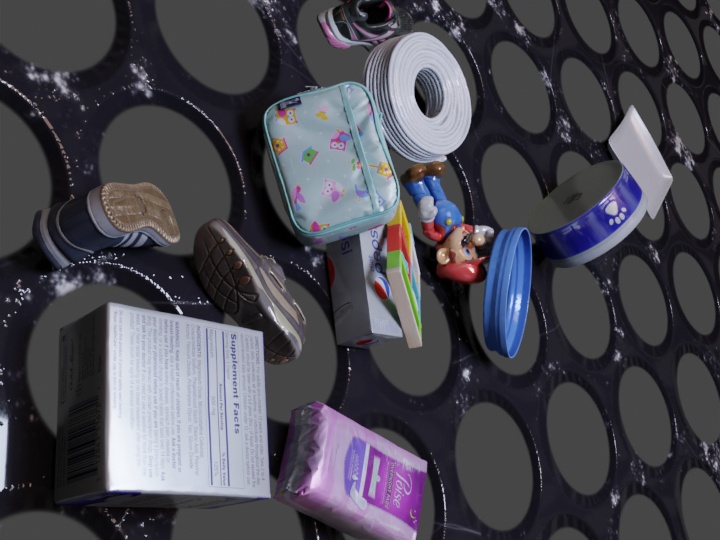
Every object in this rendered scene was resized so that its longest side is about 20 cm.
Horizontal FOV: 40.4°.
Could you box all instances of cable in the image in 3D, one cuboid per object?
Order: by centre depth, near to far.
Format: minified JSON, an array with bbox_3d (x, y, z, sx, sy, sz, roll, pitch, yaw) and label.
[{"bbox_3d":[0.090,-0.268,1.523,0.199,0.069,0.202,-11,92,-46],"label":"cable"}]

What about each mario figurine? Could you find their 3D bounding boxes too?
[{"bbox_3d":[0.145,-0.075,1.486,0.123,0.106,0.201,-24,82,-15],"label":"mario figurine"}]

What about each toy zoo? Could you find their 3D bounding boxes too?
[{"bbox_3d":[0.061,-0.006,1.360,0.201,0.020,0.132,-87,163,-53],"label":"toy zoo"}]

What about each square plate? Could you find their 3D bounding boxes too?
[{"bbox_3d":[0.604,-0.234,2.127,0.201,0.028,0.198,56,42,-13],"label":"square plate"}]

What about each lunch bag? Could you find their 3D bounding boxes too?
[{"bbox_3d":[-0.036,-0.145,1.279,0.077,0.159,0.202,82,-9,-79],"label":"lunch bag"}]

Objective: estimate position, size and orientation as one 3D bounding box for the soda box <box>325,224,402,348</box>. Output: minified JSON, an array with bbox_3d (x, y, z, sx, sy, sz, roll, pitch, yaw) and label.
[{"bbox_3d":[0.000,0.000,1.325,0.063,0.068,0.202,11,65,-46],"label":"soda box"}]

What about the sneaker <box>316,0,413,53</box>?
[{"bbox_3d":[0.029,-0.384,1.516,0.199,0.086,0.081,-23,92,-50],"label":"sneaker"}]

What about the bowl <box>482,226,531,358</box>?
[{"bbox_3d":[0.228,0.033,1.515,0.200,0.039,0.203,6,90,-71],"label":"bowl"}]

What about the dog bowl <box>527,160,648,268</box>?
[{"bbox_3d":[0.392,-0.099,1.701,0.079,0.199,0.201,49,43,-16],"label":"dog bowl"}]

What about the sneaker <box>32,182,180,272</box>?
[{"bbox_3d":[-0.275,-0.045,1.055,0.200,0.108,0.071,7,62,-79],"label":"sneaker"}]

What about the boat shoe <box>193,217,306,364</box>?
[{"bbox_3d":[-0.131,0.020,1.181,0.201,0.074,0.073,61,30,-21],"label":"boat shoe"}]

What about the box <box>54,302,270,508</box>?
[{"bbox_3d":[-0.201,0.147,1.010,0.199,0.104,0.186,15,62,-42],"label":"box"}]

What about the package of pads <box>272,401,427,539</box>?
[{"bbox_3d":[-0.010,0.256,1.195,0.199,0.075,0.121,35,53,-33],"label":"package of pads"}]
